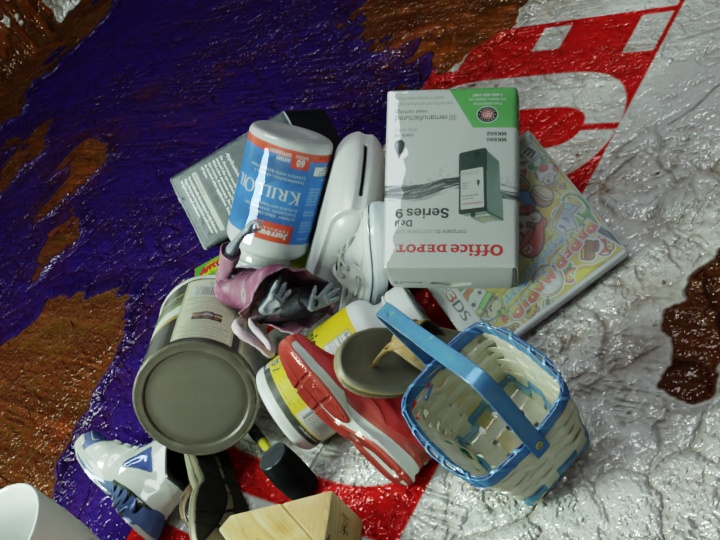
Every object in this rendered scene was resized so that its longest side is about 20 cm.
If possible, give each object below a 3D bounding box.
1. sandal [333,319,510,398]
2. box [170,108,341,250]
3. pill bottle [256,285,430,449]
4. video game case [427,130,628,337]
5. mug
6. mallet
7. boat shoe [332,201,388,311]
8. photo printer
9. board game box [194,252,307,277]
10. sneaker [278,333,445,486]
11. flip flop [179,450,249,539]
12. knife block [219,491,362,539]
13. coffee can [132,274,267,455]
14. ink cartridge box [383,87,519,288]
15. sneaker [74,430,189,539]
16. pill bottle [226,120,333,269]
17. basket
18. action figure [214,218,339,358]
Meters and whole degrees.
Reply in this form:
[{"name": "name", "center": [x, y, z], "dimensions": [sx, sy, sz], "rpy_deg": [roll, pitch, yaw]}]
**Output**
[{"name": "sandal", "center": [0.068, 0.082, 1.030], "dimensions": [0.198, 0.054, 0.081], "rpy_deg": [0, 50, -16]}, {"name": "box", "center": [-0.134, -0.136, 1.449], "dimensions": [0.199, 0.118, 0.197], "rpy_deg": [-27, 2, 17]}, {"name": "pill bottle", "center": [-0.011, 0.105, 1.142], "dimensions": [0.199, 0.112, 0.112], "rpy_deg": [-35, 34, 6]}, {"name": "video game case", "center": [0.162, -0.028, 1.118], "dimensions": [0.199, 0.023, 0.183], "rpy_deg": [-37, 70, 4]}, {"name": "mug", "center": [-0.366, 0.371, 1.124], "dimensions": [0.147, 0.176, 0.201], "rpy_deg": [-8, 46, 38]}, {"name": "mallet", "center": [-0.117, 0.199, 1.176], "dimensions": [0.041, 0.066, 0.200], "rpy_deg": [-44, 34, -9]}, {"name": "boat shoe", "center": [0.000, 0.000, 1.173], "dimensions": [0.066, 0.201, 0.074], "rpy_deg": [1, 48, 1]}, {"name": "photo printer", "center": [-0.019, -0.063, 1.279], "dimensions": [0.167, 0.069, 0.201], "rpy_deg": [-85, 11, -45]}, {"name": "board game box", "center": [-0.149, -0.001, 1.447], "dimensions": [0.199, 0.048, 0.102], "rpy_deg": [-28, 36, 17]}, {"name": "sneaker", "center": [0.013, 0.121, 1.067], "dimensions": [0.115, 0.200, 0.078], "rpy_deg": [-43, 0, -25]}, {"name": "flip flop", "center": [-0.179, 0.266, 1.157], "dimensions": [0.058, 0.081, 0.200], "rpy_deg": [-51, 29, 12]}, {"name": "knife block", "center": [-0.062, 0.317, 0.994], "dimensions": [0.198, 0.064, 0.177], "rpy_deg": [-19, 39, 28]}, {"name": "coffee can", "center": [-0.190, 0.110, 1.235], "dimensions": [0.146, 0.147, 0.200], "rpy_deg": [-32, 19, 10]}, {"name": "ink cartridge box", "center": [0.101, -0.088, 1.088], "dimensions": [0.144, 0.084, 0.202], "rpy_deg": [-1, 76, 8]}, {"name": "sneaker", "center": [-0.270, 0.249, 1.266], "dimensions": [0.115, 0.081, 0.199], "rpy_deg": [-45, 41, -14]}, {"name": "pill bottle", "center": [-0.109, -0.081, 1.291], "dimensions": [0.112, 0.111, 0.202], "rpy_deg": [40, 121, 55]}, {"name": "basket", "center": [0.111, 0.118, 0.929], "dimensions": [0.139, 0.200, 0.176], "rpy_deg": [-44, 34, -6]}, {"name": "action figure", "center": [-0.119, 0.032, 1.186], "dimensions": [0.199, 0.134, 0.150], "rpy_deg": [9, 61, 49]}]
